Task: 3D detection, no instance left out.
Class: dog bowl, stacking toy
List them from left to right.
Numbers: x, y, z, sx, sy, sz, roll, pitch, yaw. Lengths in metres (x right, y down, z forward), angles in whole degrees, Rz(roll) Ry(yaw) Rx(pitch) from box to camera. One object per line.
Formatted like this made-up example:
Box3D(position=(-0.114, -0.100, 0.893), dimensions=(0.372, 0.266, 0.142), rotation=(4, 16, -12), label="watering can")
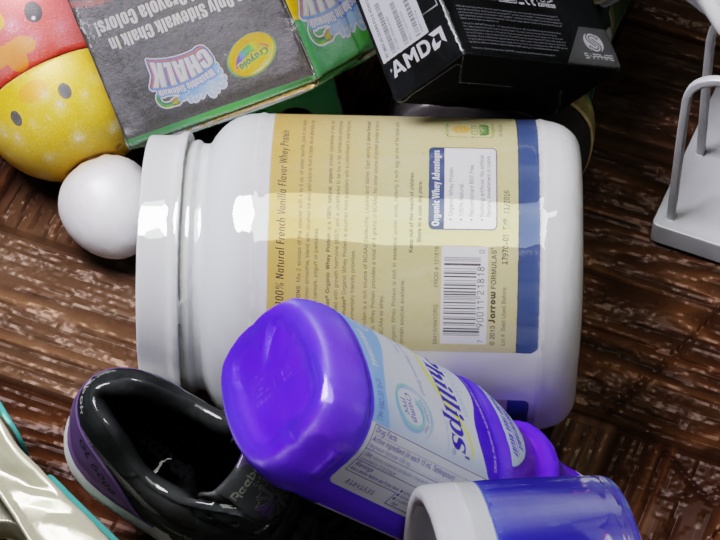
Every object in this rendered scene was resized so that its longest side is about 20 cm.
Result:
Box3D(position=(-0.149, -0.097, 1.419), dimensions=(0.146, 0.146, 0.200), rotation=(-21, 70, -16), label="stacking toy")
Box3D(position=(0.068, 0.182, 1.130), dimensions=(0.078, 0.200, 0.201), rotation=(-4, 51, -6), label="dog bowl")

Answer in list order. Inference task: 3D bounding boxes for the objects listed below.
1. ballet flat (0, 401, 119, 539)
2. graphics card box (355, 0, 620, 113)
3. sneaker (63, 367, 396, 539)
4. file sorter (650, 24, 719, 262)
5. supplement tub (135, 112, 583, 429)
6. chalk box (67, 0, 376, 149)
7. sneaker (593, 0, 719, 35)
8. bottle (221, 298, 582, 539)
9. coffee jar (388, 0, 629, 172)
Box3D(position=(-0.165, 0.103, 1.281), dimensions=(0.069, 0.070, 0.200), rotation=(-30, 57, -22), label="ballet flat")
Box3D(position=(0.037, -0.172, 1.333), dimensions=(0.125, 0.051, 0.201), rotation=(0, 62, -50), label="graphics card box")
Box3D(position=(-0.042, 0.111, 1.230), dimensions=(0.200, 0.088, 0.076), rotation=(30, 76, 0), label="sneaker")
Box3D(position=(0.245, -0.103, 1.407), dimensions=(0.138, 0.125, 0.200), rotation=(18, 54, 15), label="file sorter")
Box3D(position=(0.000, 0.000, 1.311), dimensions=(0.199, 0.145, 0.145), rotation=(2, 51, 1), label="supplement tub")
Box3D(position=(-0.058, -0.141, 1.381), dimensions=(0.124, 0.201, 0.124), rotation=(-15, 13, 34), label="chalk box")
Box3D(position=(0.146, -0.147, 1.360), dimensions=(0.074, 0.116, 0.200), rotation=(32, 31, -32), label="sneaker")
Box3D(position=(0.029, 0.080, 1.226), dimensions=(0.065, 0.200, 0.084), rotation=(-42, 44, 21), label="bottle")
Box3D(position=(0.079, -0.114, 1.440), dimensions=(0.104, 0.085, 0.200), rotation=(16, 52, 3), label="coffee jar")
